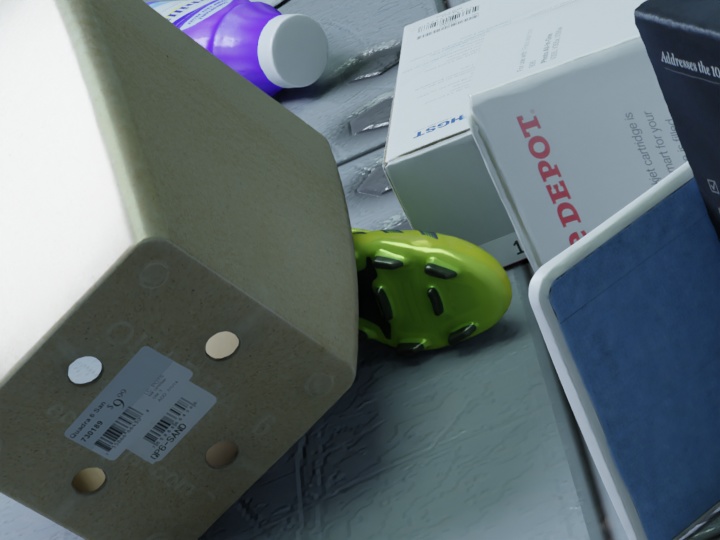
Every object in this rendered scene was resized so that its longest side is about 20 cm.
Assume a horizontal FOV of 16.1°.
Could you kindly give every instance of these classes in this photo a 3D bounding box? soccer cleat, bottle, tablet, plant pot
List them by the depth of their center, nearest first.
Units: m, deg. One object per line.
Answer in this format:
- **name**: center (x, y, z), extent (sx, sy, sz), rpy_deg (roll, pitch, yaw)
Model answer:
- **tablet**: center (0.157, 0.005, 0.975), extent (0.200, 0.130, 0.014), rpy_deg (-35, 26, -22)
- **plant pot**: center (-0.114, 0.013, 1.138), extent (0.200, 0.200, 0.177), rpy_deg (-45, 40, 12)
- **soccer cleat**: center (-0.001, -0.001, 1.253), extent (0.200, 0.065, 0.084), rpy_deg (-5, 29, 44)
- **bottle**: center (-0.099, -0.144, 1.690), extent (0.084, 0.065, 0.200), rpy_deg (-37, 24, -30)

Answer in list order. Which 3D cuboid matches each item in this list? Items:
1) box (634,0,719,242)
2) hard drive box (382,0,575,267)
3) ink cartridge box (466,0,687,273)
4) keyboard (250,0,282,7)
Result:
- **box**: center (0.216, -0.018, 0.871), extent (0.124, 0.197, 0.200), rpy_deg (-31, 22, -13)
- **hard drive box**: center (0.100, -0.089, 1.328), extent (0.156, 0.077, 0.200), rpy_deg (-20, 21, 14)
- **ink cartridge box**: center (0.164, -0.057, 1.090), extent (0.200, 0.145, 0.088), rpy_deg (-19, 22, 16)
- **keyboard**: center (-0.061, -0.207, 1.877), extent (0.200, 0.011, 0.056), rpy_deg (-37, 29, -27)
